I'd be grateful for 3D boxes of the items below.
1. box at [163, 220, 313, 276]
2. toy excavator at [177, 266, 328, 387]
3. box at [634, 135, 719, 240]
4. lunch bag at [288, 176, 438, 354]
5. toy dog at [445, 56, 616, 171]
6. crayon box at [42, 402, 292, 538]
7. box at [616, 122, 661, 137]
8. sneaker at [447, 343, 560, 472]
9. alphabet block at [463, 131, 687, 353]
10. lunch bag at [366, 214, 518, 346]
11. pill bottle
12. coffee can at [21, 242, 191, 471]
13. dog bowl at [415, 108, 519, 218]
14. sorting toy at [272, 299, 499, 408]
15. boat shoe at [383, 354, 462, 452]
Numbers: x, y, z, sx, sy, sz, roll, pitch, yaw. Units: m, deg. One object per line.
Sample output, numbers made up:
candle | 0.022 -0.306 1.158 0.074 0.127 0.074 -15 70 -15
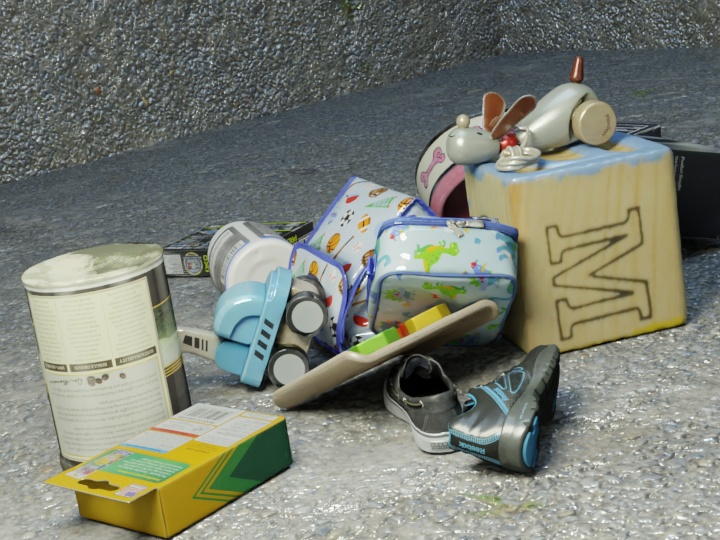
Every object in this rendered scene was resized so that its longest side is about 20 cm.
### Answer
box | -0.192 -0.034 2.145 0.198 0.045 0.160 -1 16 29
toy excavator | -0.153 0.077 1.546 0.198 0.197 0.100 18 12 -7
box | 0.367 -0.117 1.835 0.196 0.125 0.200 2 10 -21
lunch bag | 0.000 0.000 1.653 0.201 0.124 0.170 -54 29 -5
toy dog | 0.195 -0.182 1.547 0.198 0.098 0.131 -18 16 -32
crayon box | -0.175 0.187 1.268 0.125 0.052 0.199 3 18 40
box | 0.326 -0.147 2.084 0.197 0.125 0.199 -22 21 -38
sneaker | 0.138 0.117 1.274 0.081 0.074 0.200 6 18 17
alphabet block | 0.242 -0.037 1.565 0.194 0.203 0.195 -11 14 -9
lunch bag | 0.083 0.013 1.481 0.158 0.084 0.201 2 -25 -2
pill bottle | -0.144 -0.003 1.854 0.112 0.115 0.200 -13 15 -13
coffee can | -0.253 0.088 1.395 0.144 0.203 0.147 -8 15 2
dog bowl | 0.170 -0.104 1.713 0.197 0.201 0.074 -9 50 0
sorting toy | 0.023 0.082 1.436 0.198 0.037 0.185 -18 -9 -35
boat shoe | 0.060 0.116 1.358 0.069 0.067 0.200 -10 15 -4
